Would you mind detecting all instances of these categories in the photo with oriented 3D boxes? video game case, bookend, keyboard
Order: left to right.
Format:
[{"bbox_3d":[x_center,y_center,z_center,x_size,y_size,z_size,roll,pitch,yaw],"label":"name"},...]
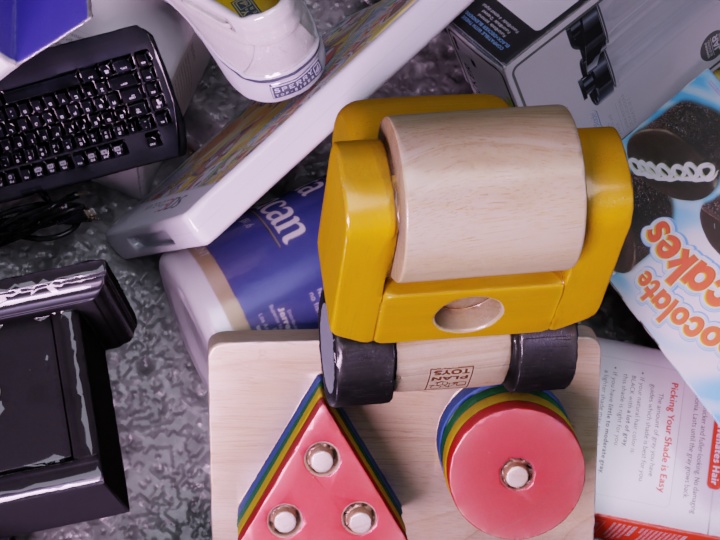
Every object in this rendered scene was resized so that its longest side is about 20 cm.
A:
[{"bbox_3d":[-0.191,0.120,0.852,0.197,0.092,0.202,-11,73,-1],"label":"bookend"},{"bbox_3d":[-0.186,-0.058,1.004,0.198,0.040,0.105,-13,112,22],"label":"keyboard"},{"bbox_3d":[-0.042,-0.082,1.009,0.200,0.182,0.023,-43,102,-16],"label":"video game case"}]

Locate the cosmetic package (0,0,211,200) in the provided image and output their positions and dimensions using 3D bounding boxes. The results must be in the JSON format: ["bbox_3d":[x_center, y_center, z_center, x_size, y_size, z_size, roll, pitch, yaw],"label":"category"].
[{"bbox_3d":[-0.132,-0.158,1.075,0.107,0.085,0.201,23,71,4],"label":"cosmetic package"}]

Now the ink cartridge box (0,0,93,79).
[{"bbox_3d":[-0.231,-0.133,0.985,0.199,0.043,0.199,-34,33,12],"label":"ink cartridge box"}]

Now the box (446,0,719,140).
[{"bbox_3d":[0.151,-0.147,1.034,0.199,0.117,0.060,-37,50,-8],"label":"box"}]

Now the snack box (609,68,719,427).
[{"bbox_3d":[0.201,0.001,0.993,0.116,0.037,0.201,-40,58,9],"label":"snack box"}]

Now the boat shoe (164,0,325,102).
[{"bbox_3d":[-0.091,-0.174,0.964,0.074,0.086,0.202,-30,54,-10],"label":"boat shoe"}]

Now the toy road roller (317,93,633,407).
[{"bbox_3d":[0.038,-0.034,0.857,0.122,0.201,0.147,-4,61,-9],"label":"toy road roller"}]

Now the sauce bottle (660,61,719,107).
[{"bbox_3d":[0.206,-0.099,1.096,0.199,0.066,0.066,-31,76,-9],"label":"sauce bottle"}]

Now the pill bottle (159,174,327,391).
[{"bbox_3d":[0.000,0.000,1.019,0.199,0.111,0.112,-25,75,-13],"label":"pill bottle"}]

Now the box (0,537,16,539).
[{"bbox_3d":[-0.279,0.088,0.970,0.147,0.104,0.201,-24,75,-13],"label":"box"}]

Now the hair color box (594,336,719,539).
[{"bbox_3d":[0.176,0.101,1.027,0.198,0.061,0.102,11,71,0],"label":"hair color box"}]

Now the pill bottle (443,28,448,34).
[{"bbox_3d":[0.024,-0.235,1.058,0.106,0.106,0.200,-38,73,-15],"label":"pill bottle"}]

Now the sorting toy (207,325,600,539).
[{"bbox_3d":[0.023,0.135,0.943,0.198,0.070,0.201,-1,106,-3],"label":"sorting toy"}]
